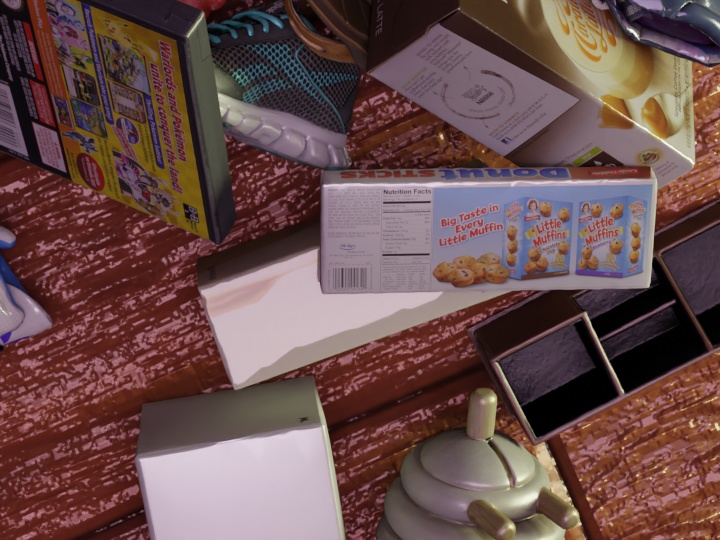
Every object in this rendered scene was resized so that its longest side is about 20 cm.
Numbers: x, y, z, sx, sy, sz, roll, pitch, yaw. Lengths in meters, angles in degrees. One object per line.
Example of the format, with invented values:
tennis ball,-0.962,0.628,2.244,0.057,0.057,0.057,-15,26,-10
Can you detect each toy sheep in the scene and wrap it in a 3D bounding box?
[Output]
toy sheep,0.074,0.171,1.348,0.137,0.138,0.201,7,108,-7

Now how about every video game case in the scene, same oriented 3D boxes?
video game case,-0.162,-0.110,1.217,0.180,0.200,0.026,23,61,16

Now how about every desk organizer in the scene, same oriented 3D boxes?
desk organizer,0.177,0.031,1.356,0.199,0.077,0.072,-28,103,1

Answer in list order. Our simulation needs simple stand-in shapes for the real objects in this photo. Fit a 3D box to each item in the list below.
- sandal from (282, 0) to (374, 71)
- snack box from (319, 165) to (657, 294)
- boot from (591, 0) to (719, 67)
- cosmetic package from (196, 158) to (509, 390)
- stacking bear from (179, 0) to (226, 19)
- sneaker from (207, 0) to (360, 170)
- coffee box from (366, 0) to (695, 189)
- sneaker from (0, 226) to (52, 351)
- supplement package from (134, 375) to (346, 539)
sandal,-0.016,-0.160,1.255,0.054,0.200,0.081,-9,70,17
snack box,0.075,-0.024,1.250,0.199,0.024,0.072,-1,113,-4
boot,0.149,-0.197,1.229,0.199,0.073,0.091,23,65,-21
cosmetic package,0.000,0.000,1.321,0.199,0.105,0.071,-20,102,-3
stacking bear,-0.176,-0.200,1.259,0.199,0.121,0.114,26,54,-22
sneaker,-0.070,-0.128,1.274,0.200,0.077,0.092,21,87,-51
coffee box,0.105,-0.132,1.256,0.199,0.115,0.080,28,139,-32
sneaker,-0.266,0.062,1.318,0.145,0.081,0.201,-2,97,-1
supplement package,-0.068,0.185,1.344,0.120,0.120,0.201,-9,103,-2
